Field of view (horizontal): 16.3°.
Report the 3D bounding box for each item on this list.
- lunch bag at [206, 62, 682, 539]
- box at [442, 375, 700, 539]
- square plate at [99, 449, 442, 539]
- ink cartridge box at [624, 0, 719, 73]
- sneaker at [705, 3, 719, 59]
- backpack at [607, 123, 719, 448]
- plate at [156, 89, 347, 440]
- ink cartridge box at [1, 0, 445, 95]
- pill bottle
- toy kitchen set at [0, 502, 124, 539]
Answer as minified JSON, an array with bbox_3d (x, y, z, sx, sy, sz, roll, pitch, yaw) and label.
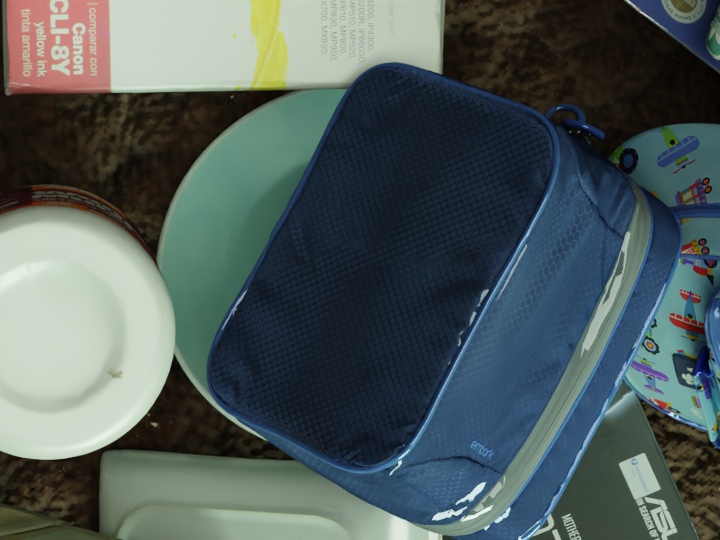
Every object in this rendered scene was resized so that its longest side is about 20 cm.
[{"bbox_3d":[0.046,0.011,1.108,0.132,0.136,0.200,33,85,-49],"label":"lunch bag"},{"bbox_3d":[0.062,0.095,1.226,0.160,0.044,0.200,-20,73,-4],"label":"box"},{"bbox_3d":[-0.050,0.188,1.202,0.200,0.028,0.199,0,90,33],"label":"square plate"},{"bbox_3d":[0.236,-0.168,1.211,0.196,0.043,0.200,34,67,-19],"label":"ink cartridge box"},{"bbox_3d":[0.249,-0.091,1.173,0.199,0.070,0.093,29,122,-23],"label":"sneaker"},{"bbox_3d":[0.198,0.020,1.163,0.199,0.183,0.135,8,55,22],"label":"backpack"},{"bbox_3d":[0.000,0.000,1.223,0.199,0.026,0.201,-1,67,3],"label":"plate"},{"bbox_3d":[-0.067,-0.127,1.173,0.199,0.145,0.084,-2,97,-7],"label":"ink cartridge box"},{"bbox_3d":[-0.143,0.017,1.151,0.109,0.200,0.110,-1,96,-7],"label":"pill bottle"},{"bbox_3d":[-0.185,0.222,1.154,0.180,0.163,0.201,13,96,21],"label":"toy kitchen set"}]
